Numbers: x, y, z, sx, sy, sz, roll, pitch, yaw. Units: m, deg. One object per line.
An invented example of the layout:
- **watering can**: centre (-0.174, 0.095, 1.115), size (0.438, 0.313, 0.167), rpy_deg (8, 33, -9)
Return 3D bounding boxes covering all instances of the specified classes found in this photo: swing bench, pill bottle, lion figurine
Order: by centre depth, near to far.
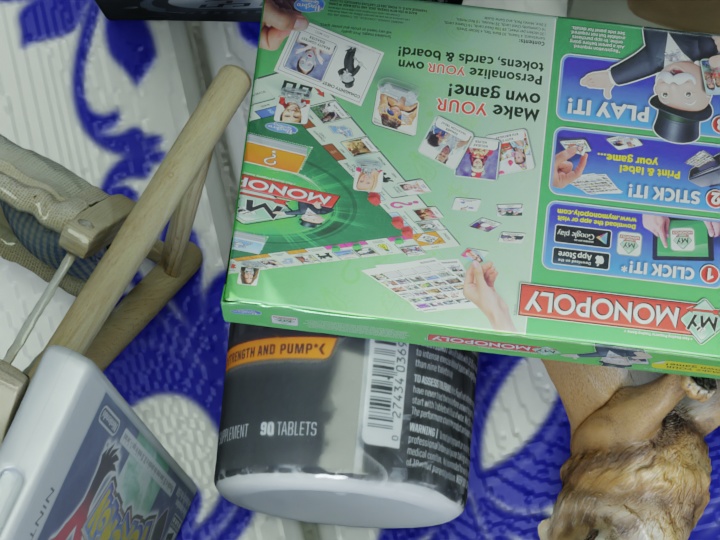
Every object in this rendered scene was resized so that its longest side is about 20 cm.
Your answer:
- **swing bench**: centre (-0.182, -0.023, 1.041), size (0.198, 0.130, 0.200), rpy_deg (29, 51, 7)
- **pill bottle**: centre (0.000, 0.000, 1.085), size (0.105, 0.106, 0.202), rpy_deg (5, 75, 1)
- **lion figurine**: centre (0.097, 0.033, 1.085), size (0.072, 0.122, 0.201), rpy_deg (-2, 63, -38)

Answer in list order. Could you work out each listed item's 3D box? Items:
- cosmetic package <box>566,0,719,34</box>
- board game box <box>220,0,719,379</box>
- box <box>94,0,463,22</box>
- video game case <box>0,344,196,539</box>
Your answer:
- **cosmetic package**: centre (0.194, -0.158, 1.143), size (0.198, 0.071, 0.106), rpy_deg (4, 75, 1)
- **board game box**: centre (0.052, -0.036, 1.024), size (0.198, 0.029, 0.136), rpy_deg (7, 74, 1)
- **box**: centre (-0.034, -0.136, 1.068), size (0.159, 0.200, 0.044), rpy_deg (1, 88, -1)
- **video game case**: centre (-0.125, 0.139, 1.000), size (0.023, 0.200, 0.183), rpy_deg (21, 76, 13)
